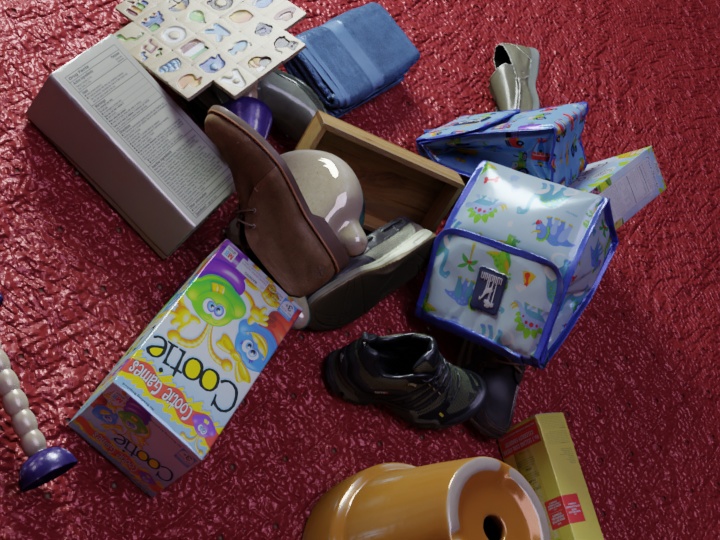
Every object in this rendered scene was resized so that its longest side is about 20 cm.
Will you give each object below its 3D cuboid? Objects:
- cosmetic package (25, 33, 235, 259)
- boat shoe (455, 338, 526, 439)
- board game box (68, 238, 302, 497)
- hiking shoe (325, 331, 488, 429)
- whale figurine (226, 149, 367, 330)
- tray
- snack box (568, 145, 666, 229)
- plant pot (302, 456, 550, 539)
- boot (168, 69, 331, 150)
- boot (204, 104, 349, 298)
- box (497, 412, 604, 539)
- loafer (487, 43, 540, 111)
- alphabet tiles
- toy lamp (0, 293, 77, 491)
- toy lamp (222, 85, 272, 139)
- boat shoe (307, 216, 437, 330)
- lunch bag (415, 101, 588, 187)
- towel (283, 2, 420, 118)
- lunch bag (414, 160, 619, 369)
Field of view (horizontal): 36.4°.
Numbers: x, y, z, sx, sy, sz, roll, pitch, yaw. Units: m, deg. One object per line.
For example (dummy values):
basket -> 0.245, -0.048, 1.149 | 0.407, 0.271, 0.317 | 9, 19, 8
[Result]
cosmetic package -> -0.223, -0.124, 1.098 | 0.200, 0.073, 0.104 | 47, 44, -6
boat shoe -> 0.159, 0.095, 1.276 | 0.074, 0.073, 0.203 | 22, 52, -27
board game box -> -0.156, 0.086, 1.003 | 0.105, 0.103, 0.201 | 42, 45, -10
hiking shoe -> 0.066, 0.114, 1.164 | 0.197, 0.101, 0.077 | 13, 58, -28
whale figurine -> -0.064, -0.025, 1.149 | 0.104, 0.156, 0.203 | 62, 35, -60
tray -> 0.013, -0.100, 1.257 | 0.198, 0.099, 0.037 | 20, 27, -30
snack box -> 0.275, -0.083, 1.407 | 0.199, 0.167, 0.069 | -34, 104, -44
plant pot -> 0.073, 0.263, 1.025 | 0.198, 0.183, 0.203 | 20, 53, -28
boot -> -0.133, -0.187, 1.226 | 0.200, 0.068, 0.130 | 46, 49, 4
boot -> -0.096, -0.064, 1.044 | 0.075, 0.074, 0.201 | -38, 99, -14
box -> 0.218, 0.266, 1.220 | 0.050, 0.075, 0.203 | 3, 64, -37
loafer -> 0.207, -0.245, 1.535 | 0.069, 0.075, 0.202 | 21, 47, -13
alphabet tiles -> -0.159, -0.255, 1.146 | 0.199, 0.006, 0.166 | 37, 64, 26
toy lamp -> -0.303, 0.082, 0.918 | 0.058, 0.058, 0.202 | -21, 78, -44
toy lamp -> -0.121, -0.202, 1.153 | 0.058, 0.058, 0.202 | 19, 48, -29
boat shoe -> 0.001, -0.001, 1.216 | 0.200, 0.072, 0.066 | -30, 55, -33
lunch bag -> 0.173, -0.159, 1.386 | 0.150, 0.197, 0.096 | -37, 130, -57
towel -> -0.013, -0.265, 1.374 | 0.112, 0.048, 0.200 | 53, 45, 0
lunch bag -> 0.174, -0.004, 1.240 | 0.202, 0.168, 0.128 | -60, 149, -15
